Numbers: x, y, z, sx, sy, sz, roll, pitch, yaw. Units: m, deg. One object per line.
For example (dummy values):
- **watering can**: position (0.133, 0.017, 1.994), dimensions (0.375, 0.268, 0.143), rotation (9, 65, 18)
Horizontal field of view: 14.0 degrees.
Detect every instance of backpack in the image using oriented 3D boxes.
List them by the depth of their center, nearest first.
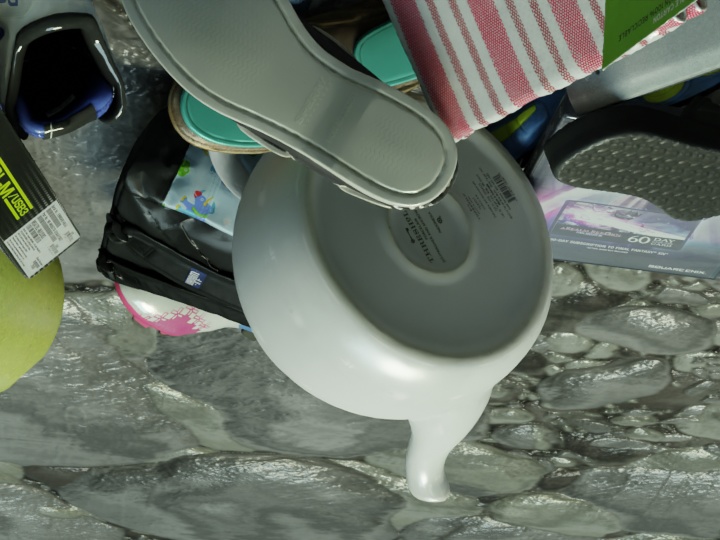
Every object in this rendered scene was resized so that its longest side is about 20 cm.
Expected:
- **backpack**: position (-0.043, -0.022, 1.797), dimensions (0.200, 0.154, 0.163), rotation (31, 155, 5)

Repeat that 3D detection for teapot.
- **teapot**: position (0.000, 0.000, 1.660), dimensions (0.197, 0.200, 0.146), rotation (21, 149, -23)

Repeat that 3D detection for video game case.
- **video game case**: position (0.163, -0.045, 1.685), dimensions (0.143, 0.019, 0.200), rotation (7, 159, -7)

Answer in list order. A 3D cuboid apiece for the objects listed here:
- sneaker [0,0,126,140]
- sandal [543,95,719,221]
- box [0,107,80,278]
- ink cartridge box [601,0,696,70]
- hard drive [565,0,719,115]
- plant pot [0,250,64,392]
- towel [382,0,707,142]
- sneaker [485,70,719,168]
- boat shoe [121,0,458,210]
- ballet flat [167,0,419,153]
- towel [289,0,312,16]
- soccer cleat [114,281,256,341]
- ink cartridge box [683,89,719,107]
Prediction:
- **sneaker**: position (-0.182, -0.113, 1.602), dimensions (0.080, 0.115, 0.199), rotation (-11, 161, -16)
- **sandal**: position (0.166, -0.068, 1.538), dimensions (0.075, 0.048, 0.200), rotation (-29, 157, 29)
- **box**: position (-0.246, -0.107, 1.585), dimensions (0.047, 0.193, 0.200), rotation (-38, 154, -7)
- **ink cartridge box**: position (0.114, -0.210, 1.249), dimensions (0.076, 0.200, 0.148), rotation (15, 154, -24)
- **hard drive**: position (0.167, -0.169, 1.423), dimensions (0.200, 0.140, 0.033), rotation (-18, 179, 41)
- **plant pot**: position (-0.283, 0.003, 1.844), dimensions (0.200, 0.201, 0.184), rotation (-6, 166, 22)
- **towel**: position (0.079, -0.159, 1.461), dimensions (0.030, 0.147, 0.200), rotation (-18, 175, -40)
- **sneaker**: position (0.144, -0.108, 1.666), dimensions (0.083, 0.071, 0.199), rotation (-1, 164, -43)
- **boat shoe**: position (-0.036, -0.098, 1.515), dimensions (0.200, 0.074, 0.060), rotation (32, 174, 3)
- **ballet flat**: position (-0.020, -0.114, 1.595), dimensions (0.200, 0.068, 0.072), rotation (-24, -163, -18)
- **towel**: position (-0.072, -0.193, 1.507), dimensions (0.111, 0.049, 0.200), rotation (4, 156, -1)
- **soccer cleat**: position (-0.077, 0.004, 1.928), dimensions (0.086, 0.070, 0.200), rotation (-29, 158, 30)
- **ink cartridge box**: position (0.258, -0.087, 1.679), dimensions (0.116, 0.068, 0.200), rotation (20, 154, -33)
